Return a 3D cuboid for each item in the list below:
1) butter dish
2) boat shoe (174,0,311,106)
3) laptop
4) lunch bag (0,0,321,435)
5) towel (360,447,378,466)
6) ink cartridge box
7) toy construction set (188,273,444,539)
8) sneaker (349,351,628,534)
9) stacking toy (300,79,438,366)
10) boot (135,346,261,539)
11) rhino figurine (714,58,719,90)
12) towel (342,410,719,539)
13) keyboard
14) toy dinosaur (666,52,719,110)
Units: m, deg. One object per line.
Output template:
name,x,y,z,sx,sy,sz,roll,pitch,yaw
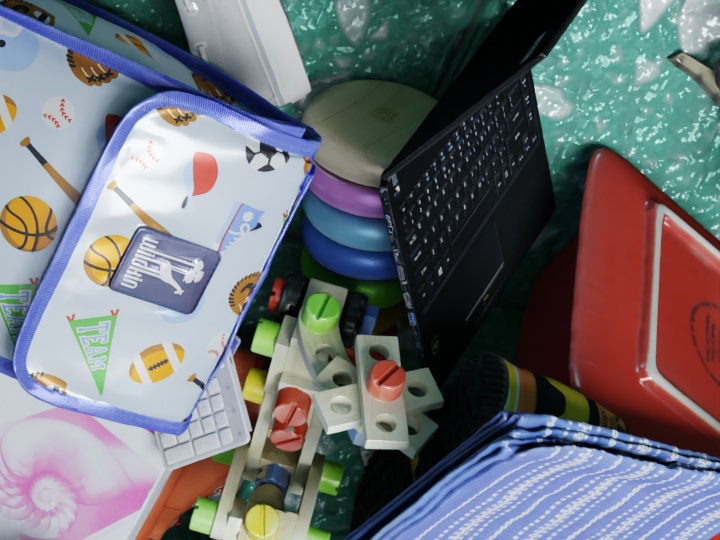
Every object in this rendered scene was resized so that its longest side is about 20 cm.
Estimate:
butter dish,0.150,0.071,1.081,0.199,0.201,0.148,36,131,-25
boat shoe,-0.087,-0.160,0.947,0.068,0.072,0.200,-23,131,2
laptop,0.091,-0.064,0.957,0.103,0.177,0.201,5,127,28
lunch bag,-0.137,-0.034,0.923,0.199,0.124,0.170,28,104,1
towel,0.095,0.154,1.093,0.199,0.030,0.146,17,160,13
ink cartridge box,-0.192,0.070,1.024,0.196,0.043,0.200,31,114,3
toy construction set,-0.031,0.083,0.991,0.092,0.131,0.200,26,138,-11
sneaker,0.061,0.115,0.980,0.090,0.070,0.200,19,144,-14
stacking toy,0.000,0.000,1.055,0.085,0.086,0.201,0,127,-12
boot,-0.111,0.121,1.102,0.107,0.075,0.201,7,121,-25
rhino figurine,0.235,-0.111,1.023,0.087,0.060,0.201,-10,99,-3
towel,0.096,0.125,0.930,0.199,0.024,0.145,16,136,-39
keyboard,-0.103,-0.002,0.979,0.056,0.201,0.011,-20,169,25
toy dinosaur,0.254,-0.056,1.089,0.088,0.048,0.200,-26,119,12
